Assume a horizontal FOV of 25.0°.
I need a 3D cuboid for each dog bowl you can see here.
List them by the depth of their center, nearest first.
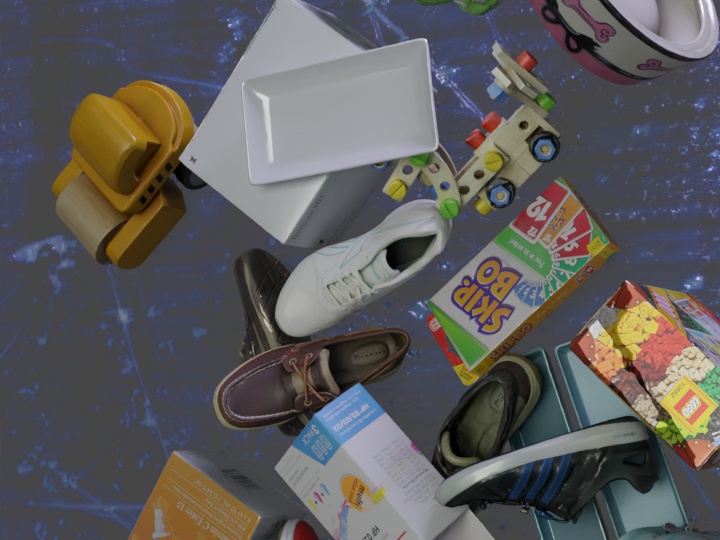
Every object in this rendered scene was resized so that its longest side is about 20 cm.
[{"bbox_3d":[0.226,-0.252,1.452,0.074,0.200,0.200,-38,70,38],"label":"dog bowl"}]

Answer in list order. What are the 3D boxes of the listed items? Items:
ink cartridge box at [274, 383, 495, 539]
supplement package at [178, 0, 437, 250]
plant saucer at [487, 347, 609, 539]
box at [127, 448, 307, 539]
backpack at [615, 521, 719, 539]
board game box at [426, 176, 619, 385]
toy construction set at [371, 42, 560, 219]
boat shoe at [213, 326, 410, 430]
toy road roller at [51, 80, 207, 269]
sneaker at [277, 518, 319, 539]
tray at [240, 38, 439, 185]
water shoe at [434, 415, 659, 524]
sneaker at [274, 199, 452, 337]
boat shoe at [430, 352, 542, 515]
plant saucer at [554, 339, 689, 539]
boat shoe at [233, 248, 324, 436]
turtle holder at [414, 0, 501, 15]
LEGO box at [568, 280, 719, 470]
[{"bbox_3d":[0.022,0.221,1.533,0.200,0.068,0.115,48,141,11],"label":"ink cartridge box"},{"bbox_3d":[-0.052,-0.144,1.619,0.156,0.111,0.200,38,103,24],"label":"supplement package"},{"bbox_3d":[0.178,0.176,1.515,0.070,0.019,0.200,-27,75,38],"label":"plant saucer"},{"bbox_3d":[-0.165,0.298,1.645,0.124,0.097,0.200,31,100,26],"label":"box"},{"bbox_3d":[0.269,0.304,1.372,0.150,0.200,0.178,23,97,26],"label":"backpack"},{"bbox_3d":[0.145,0.012,1.541,0.200,0.030,0.096,-46,50,18],"label":"board game box"},{"bbox_3d":[0.111,-0.126,1.530,0.131,0.092,0.200,41,121,-9],"label":"toy construction set"},{"bbox_3d":[-0.043,0.098,1.557,0.200,0.072,0.072,-16,83,-17],"label":"boat shoe"},{"bbox_3d":[-0.254,-0.108,1.696,0.123,0.146,0.200,47,106,22],"label":"toy road roller"},{"bbox_3d":[-0.016,0.337,1.583,0.112,0.071,0.200,-11,89,29],"label":"sneaker"},{"bbox_3d":[-0.019,-0.146,1.528,0.200,0.022,0.108,-9,82,25],"label":"tray"},{"bbox_3d":[0.166,0.192,1.447,0.200,0.072,0.079,-19,82,8],"label":"water shoe"},{"bbox_3d":[0.000,0.000,1.571,0.200,0.080,0.070,-35,102,7],"label":"sneaker"},{"bbox_3d":[0.099,0.166,1.523,0.072,0.066,0.201,40,118,25],"label":"boat shoe"},{"bbox_3d":[0.243,0.154,1.500,0.070,0.019,0.200,-23,76,24],"label":"plant saucer"},{"bbox_3d":[-0.090,0.077,1.638,0.073,0.074,0.200,-29,75,32],"label":"boat shoe"},{"bbox_3d":[0.062,-0.319,1.565,0.141,0.132,0.186,-13,80,24],"label":"turtle holder"},{"bbox_3d":[0.283,0.090,1.383,0.149,0.200,0.077,45,106,22],"label":"LEGO box"}]
